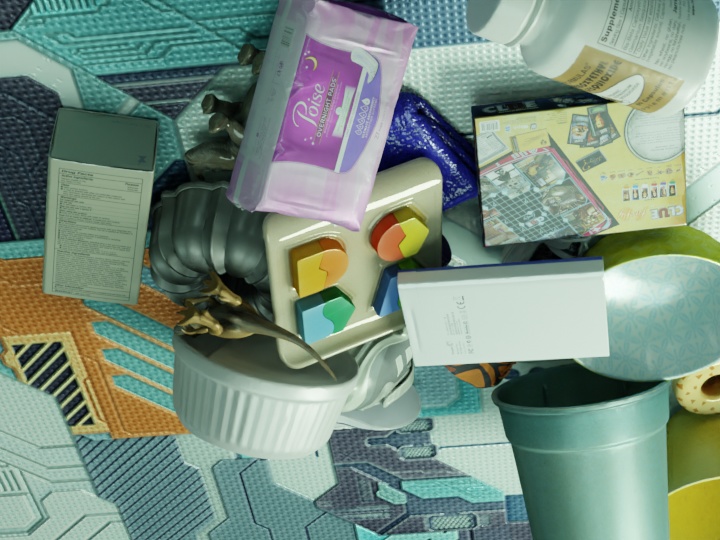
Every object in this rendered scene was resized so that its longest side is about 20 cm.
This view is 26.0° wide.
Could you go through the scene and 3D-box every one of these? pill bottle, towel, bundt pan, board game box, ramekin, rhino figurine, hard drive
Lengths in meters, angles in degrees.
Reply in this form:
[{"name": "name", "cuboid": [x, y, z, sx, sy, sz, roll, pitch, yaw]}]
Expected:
[{"name": "pill bottle", "cuboid": [0.198, -0.215, 1.347, 0.198, 0.115, 0.115, 17, 136, -18]}, {"name": "towel", "cuboid": [0.014, -0.083, 1.543, 0.199, 0.050, 0.147, -30, 131, 29]}, {"name": "bundt pan", "cuboid": [-0.125, -0.002, 1.575, 0.200, 0.076, 0.202, 10, 151, 6]}, {"name": "board game box", "cuboid": [0.210, -0.100, 1.490, 0.198, 0.035, 0.137, -6, 115, 1]}, {"name": "ramekin", "cuboid": [-0.108, 0.123, 1.647, 0.200, 0.203, 0.095, 11, 106, -12]}, {"name": "rhino figurine", "cuboid": [-0.104, -0.139, 1.474, 0.087, 0.060, 0.200, 15, 140, -29]}, {"name": "hard drive", "cuboid": [0.144, 0.043, 1.544, 0.198, 0.026, 0.133, -4, 138, 9]}]

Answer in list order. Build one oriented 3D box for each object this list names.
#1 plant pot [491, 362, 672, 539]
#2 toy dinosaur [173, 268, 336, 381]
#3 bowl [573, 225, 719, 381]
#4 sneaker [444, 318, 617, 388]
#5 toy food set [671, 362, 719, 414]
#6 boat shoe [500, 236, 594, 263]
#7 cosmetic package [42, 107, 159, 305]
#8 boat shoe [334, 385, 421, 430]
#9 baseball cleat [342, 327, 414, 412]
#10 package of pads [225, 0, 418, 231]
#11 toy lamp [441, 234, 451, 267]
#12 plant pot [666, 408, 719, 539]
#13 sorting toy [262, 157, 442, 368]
[{"name": "plant pot", "cuboid": [0.253, 0.218, 1.707, 0.198, 0.200, 0.198, -7, 99, 8]}, {"name": "toy dinosaur", "cuboid": [-0.116, 0.048, 1.526, 0.199, 0.061, 0.106, 11, 165, 43]}, {"name": "bowl", "cuboid": [0.298, 0.012, 1.604, 0.198, 0.108, 0.201, 0, 138, 0]}, {"name": "sneaker", "cuboid": [0.179, 0.075, 1.713, 0.198, 0.078, 0.112, 1, 149, 0]}, {"name": "toy food set", "cuboid": [0.451, 0.090, 1.736, 0.198, 0.049, 0.199, 3, 138, -2]}, {"name": "boat shoe", "cuboid": [0.206, -0.038, 1.578, 0.072, 0.069, 0.200, 25, 132, -24]}, {"name": "cosmetic package", "cuboid": [-0.260, -0.060, 1.551, 0.102, 0.074, 0.201, 8, 137, -8]}, {"name": "boat shoe", "cuboid": [-0.031, 0.146, 1.795, 0.198, 0.074, 0.065, 9, 167, -16]}, {"name": "baseball cleat", "cuboid": [0.039, 0.078, 1.714, 0.106, 0.070, 0.200, 10, 130, -50]}, {"name": "package of pads", "cuboid": [-0.036, -0.140, 1.379, 0.120, 0.076, 0.202, 9, 104, -32]}, {"name": "toy lamp", "cuboid": [0.005, 0.011, 1.645, 0.199, 0.059, 0.058, -22, 134, 27]}, {"name": "plant pot", "cuboid": [0.420, 0.239, 1.831, 0.198, 0.143, 0.201, 0, 139, 0]}, {"name": "sorting toy", "cuboid": [0.000, 0.000, 1.519, 0.184, 0.037, 0.201, -21, 136, -15]}]
